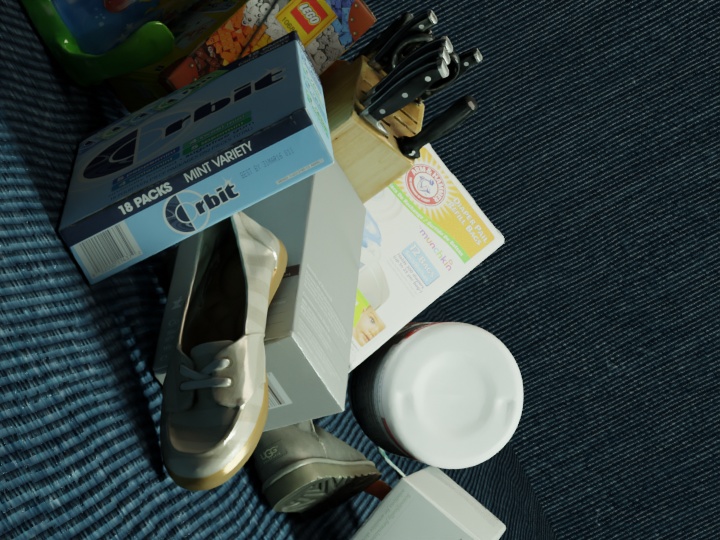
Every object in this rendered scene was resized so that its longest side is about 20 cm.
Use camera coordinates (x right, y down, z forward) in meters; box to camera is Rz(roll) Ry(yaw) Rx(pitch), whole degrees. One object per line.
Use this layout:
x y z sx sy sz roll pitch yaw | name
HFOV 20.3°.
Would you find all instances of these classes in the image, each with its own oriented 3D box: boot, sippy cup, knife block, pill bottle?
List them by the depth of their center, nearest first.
-0.003 -0.089 1.413 0.064 0.200 0.175 37 -7 -23 | knife block
-0.178 -0.224 1.482 0.178 0.130 0.140 65 7 7 | sippy cup
-0.068 0.080 1.483 0.200 0.072 0.182 59 5 17 | boot
0.054 0.099 1.640 0.114 0.114 0.200 63 -11 -4 | pill bottle

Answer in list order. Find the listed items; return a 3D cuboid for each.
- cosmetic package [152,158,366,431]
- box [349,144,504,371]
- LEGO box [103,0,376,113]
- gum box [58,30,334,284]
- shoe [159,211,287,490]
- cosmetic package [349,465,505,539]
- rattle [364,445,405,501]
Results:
-0.064 0.010 1.349 0.200 0.106 0.090 -88 153 -45 | cosmetic package
0.000 0.000 1.588 0.113 0.200 0.101 52 -37 1 | box
-0.097 -0.167 1.503 0.077 0.149 0.200 50 -12 -20 | LEGO box
-0.105 -0.078 1.301 0.045 0.169 0.200 61 6 -20 | gum box
-0.090 0.043 1.220 0.053 0.070 0.200 60 28 -42 | shoe
0.043 0.215 1.519 0.085 0.108 0.200 40 2 9 | cosmetic package
0.088 0.235 1.705 0.200 0.142 0.131 50 -38 45 | rattle
